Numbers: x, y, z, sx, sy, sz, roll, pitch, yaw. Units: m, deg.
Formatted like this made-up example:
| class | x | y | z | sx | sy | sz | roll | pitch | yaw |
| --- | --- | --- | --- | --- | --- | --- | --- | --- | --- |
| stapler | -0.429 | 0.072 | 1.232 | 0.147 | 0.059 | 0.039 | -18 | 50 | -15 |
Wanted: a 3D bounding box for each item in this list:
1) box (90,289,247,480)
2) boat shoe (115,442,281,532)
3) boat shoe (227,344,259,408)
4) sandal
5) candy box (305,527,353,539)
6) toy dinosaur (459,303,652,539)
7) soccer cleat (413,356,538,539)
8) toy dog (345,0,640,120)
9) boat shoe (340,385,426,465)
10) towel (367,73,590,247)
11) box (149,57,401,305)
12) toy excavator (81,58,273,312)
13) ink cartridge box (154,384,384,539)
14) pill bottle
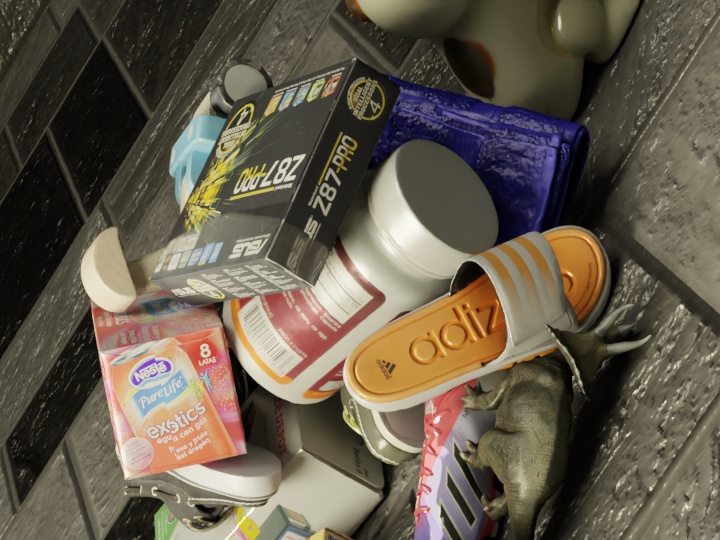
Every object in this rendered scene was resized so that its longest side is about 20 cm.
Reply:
| class | x | y | z | sx | sy | sz | roll | pitch | yaw |
| --- | --- | --- | --- | --- | --- | --- | --- | --- | --- |
| box | -0.149 | 0.077 | 1.722 | 0.200 | 0.094 | 0.104 | -130 | 29 | -77 |
| boat shoe | -0.125 | 0.165 | 1.720 | 0.199 | 0.069 | 0.067 | 8 | 102 | 50 |
| boat shoe | -0.099 | 0.095 | 1.874 | 0.201 | 0.063 | 0.074 | -33 | 55 | -26 |
| sandal | 0.084 | 0.031 | 1.536 | 0.206 | 0.079 | 0.059 | -29 | -22 | -12 |
| candy box | -0.053 | 0.300 | 1.636 | 0.117 | 0.056 | 0.201 | -39 | 29 | 44 |
| toy dinosaur | 0.110 | 0.110 | 1.488 | 0.201 | 0.077 | 0.102 | -67 | 13 | -23 |
| soccer cleat | 0.065 | 0.127 | 1.562 | 0.067 | 0.076 | 0.201 | -21 | 43 | 60 |
| toy dog | 0.085 | -0.200 | 1.756 | 0.139 | 0.199 | 0.195 | -4 | 58 | 65 |
| boat shoe | 0.019 | 0.094 | 1.713 | 0.060 | 0.072 | 0.202 | -50 | 18 | 21 |
| towel | 0.064 | -0.058 | 1.671 | 0.199 | 0.049 | 0.149 | 18 | 94 | 36 |
| box | -0.063 | -0.059 | 1.624 | 0.200 | 0.049 | 0.162 | -8 | 55 | 61 |
| toy excavator | -0.111 | -0.055 | 1.753 | 0.100 | 0.193 | 0.202 | 136 | 141 | -59 |
| ink cartridge box | -0.075 | 0.184 | 1.784 | 0.200 | 0.087 | 0.146 | -49 | 24 | 21 |
| pill bottle | 0.000 | 0.000 | 1.627 | 0.200 | 0.114 | 0.115 | -40 | 29 | 36 |
